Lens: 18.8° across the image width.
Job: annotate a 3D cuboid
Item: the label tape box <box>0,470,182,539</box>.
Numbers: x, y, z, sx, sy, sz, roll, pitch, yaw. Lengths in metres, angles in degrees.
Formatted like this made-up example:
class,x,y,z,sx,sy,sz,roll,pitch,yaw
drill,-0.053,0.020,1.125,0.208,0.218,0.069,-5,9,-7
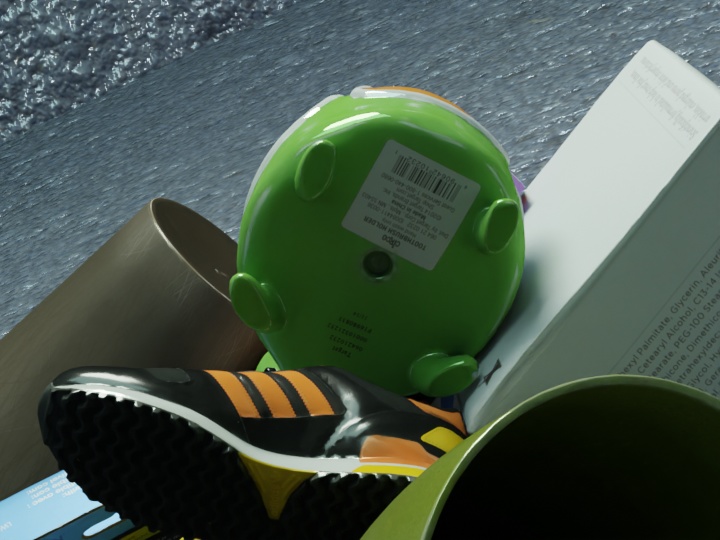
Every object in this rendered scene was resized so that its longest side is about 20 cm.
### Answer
class,x,y,z,sx,sy,sz,roll,pitch,yaw
label tape box,-0.124,0.133,1.120,0.144,0.063,0.200,-26,-28,-14

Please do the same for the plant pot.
class,x,y,z,sx,sy,sz,roll,pitch,yaw
plant pot,0.063,0.149,0.865,0.187,0.187,0.200,-30,2,-26

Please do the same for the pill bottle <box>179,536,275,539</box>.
class,x,y,z,sx,sy,sz,roll,pitch,yaw
pill bottle,-0.045,0.166,1.024,0.114,0.114,0.200,-7,21,44

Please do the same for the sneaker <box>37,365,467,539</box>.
class,x,y,z,sx,sy,sz,roll,pitch,yaw
sneaker,-0.045,0.076,0.997,0.200,0.070,0.090,14,34,0

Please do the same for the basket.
class,x,y,z,sx,sy,sz,roll,pitch,yaw
basket,-0.144,0.067,1.285,0.200,0.136,0.180,-47,42,13

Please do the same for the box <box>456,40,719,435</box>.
class,x,y,z,sx,sy,sz,roll,pitch,yaw
box,0.150,0.012,1.100,0.200,0.131,0.199,-51,12,10

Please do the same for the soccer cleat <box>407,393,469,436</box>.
class,x,y,z,sx,sy,sz,roll,pitch,yaw
soccer cleat,0.029,0.097,1.263,0.200,0.086,0.070,-48,47,-10

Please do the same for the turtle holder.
class,x,y,z,sx,sy,sz,roll,pitch,yaw
turtle holder,0.011,-0.003,1.079,0.141,0.186,0.132,-1,22,3

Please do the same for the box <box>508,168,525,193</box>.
class,x,y,z,sx,sy,sz,roll,pitch,yaw
box,0.012,0.013,1.215,0.200,0.039,0.137,-48,0,4
